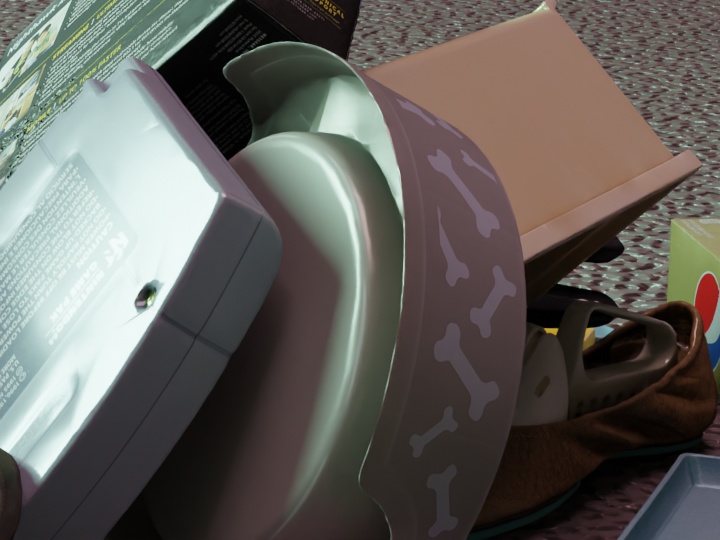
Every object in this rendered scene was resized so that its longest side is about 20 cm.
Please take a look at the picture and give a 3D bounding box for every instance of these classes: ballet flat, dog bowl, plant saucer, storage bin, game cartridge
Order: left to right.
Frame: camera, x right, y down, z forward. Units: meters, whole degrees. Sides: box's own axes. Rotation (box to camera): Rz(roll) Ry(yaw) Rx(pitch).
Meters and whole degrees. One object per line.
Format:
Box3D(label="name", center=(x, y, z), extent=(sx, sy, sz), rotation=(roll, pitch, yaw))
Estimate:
Box3D(label="game cartridge", center=(-0.108, 0.038, 0.922), extent=(0.041, 0.200, 0.133), rotation=(33, 11, -32))
Box3D(label="dog bowl", center=(-0.020, 0.030, 0.917), extent=(0.059, 0.201, 0.200), rotation=(15, 6, -31))
Box3D(label="storage bin", center=(0.000, 0.000, 1.099), extent=(0.198, 0.094, 0.200), rotation=(-41, -7, 29))
Box3D(label="ballet flat", center=(0.079, 0.050, 1.127), extent=(0.068, 0.073, 0.200), rotation=(16, 20, 39))
Box3D(label="plant saucer", center=(0.132, 0.101, 1.028), extent=(0.070, 0.019, 0.200), rotation=(7, 13, 16))

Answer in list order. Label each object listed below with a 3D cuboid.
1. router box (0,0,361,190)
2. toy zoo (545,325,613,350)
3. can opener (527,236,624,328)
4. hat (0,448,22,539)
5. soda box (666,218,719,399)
Box3D(label="router box", center=(-0.075, -0.078, 1.053), extent=(0.051, 0.200, 0.149), rotation=(37, 39, -21))
Box3D(label="toy zoo", center=(0.026, 0.030, 1.297), extent=(0.199, 0.021, 0.131), rotation=(3, 15, 6))
Box3D(label="can opener", center=(0.026, -0.007, 1.234), extent=(0.200, 0.064, 0.079), rotation=(0, 11, 37))
Box3D(label="hat", center=(-0.195, 0.108, 0.844), extent=(0.200, 0.081, 0.201), rotation=(0, 24, 0))
Box3D(label="soda box", center=(0.192, 0.030, 1.233), extent=(0.068, 0.064, 0.200), rotation=(-1, 14, -10))
